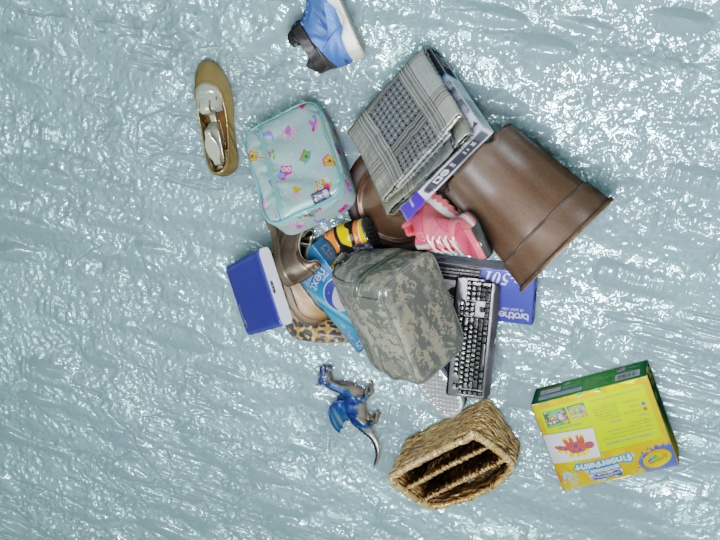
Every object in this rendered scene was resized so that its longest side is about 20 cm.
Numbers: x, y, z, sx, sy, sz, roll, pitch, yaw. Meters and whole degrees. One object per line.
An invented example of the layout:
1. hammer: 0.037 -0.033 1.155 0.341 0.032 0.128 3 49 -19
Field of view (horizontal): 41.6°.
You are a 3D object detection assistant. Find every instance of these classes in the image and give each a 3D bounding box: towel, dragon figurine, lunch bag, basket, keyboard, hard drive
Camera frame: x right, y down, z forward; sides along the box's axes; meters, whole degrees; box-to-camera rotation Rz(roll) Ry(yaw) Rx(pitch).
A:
1. towel: 0.069 -0.214 1.457 0.193 0.034 0.201 -44 51 26
2. dragon figurine: -0.020 0.258 1.729 0.099 0.059 0.201 -9 103 20
3. lunch bag: 0.048 0.064 1.509 0.167 0.139 0.201 5 125 49
4. basket: 0.170 0.343 1.648 0.199 0.149 0.143 -31 96 22
5. keyboard: 0.162 0.110 1.577 0.126 0.021 0.201 6 97 16
6. lunch bag: -0.103 -0.165 1.560 0.160 0.077 0.201 -22 67 12
7. hard drive: -0.178 0.040 1.644 0.200 0.025 0.133 -20 88 66

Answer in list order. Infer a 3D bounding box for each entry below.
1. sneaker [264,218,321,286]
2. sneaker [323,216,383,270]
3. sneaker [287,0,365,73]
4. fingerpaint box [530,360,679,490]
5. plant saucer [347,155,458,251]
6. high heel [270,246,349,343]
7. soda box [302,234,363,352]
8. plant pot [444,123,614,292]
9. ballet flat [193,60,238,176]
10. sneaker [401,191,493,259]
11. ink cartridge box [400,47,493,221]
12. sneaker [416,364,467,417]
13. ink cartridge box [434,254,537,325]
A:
1. sneaker: -0.114 -0.069 1.616 0.075 0.070 0.201 -21 64 14
2. sneaker: 0.000 0.000 1.615 0.089 0.070 0.201 -9 125 16
3. sneaker: -0.080 -0.416 1.521 0.111 0.077 0.201 -21 106 13
4. fingerpaint box: 0.410 0.261 1.588 0.199 0.073 0.168 -19 100 22
5. plant saucer: 0.064 -0.118 1.596 0.199 0.037 0.202 6 109 16
6. high heel: -0.098 0.046 1.676 0.199 0.071 0.143 20 118 20
7. soda box: -0.034 0.040 1.658 0.064 0.068 0.200 -38 93 24
8. plant pot: 0.249 -0.105 1.465 0.198 0.200 0.200 45 114 7
9. ballet flat: -0.250 -0.260 1.633 0.068 0.063 0.201 -7 105 19
10. sneaker: 0.131 -0.050 1.456 0.087 0.200 0.074 -36 121 -8
11. ink cartridge box: 0.091 -0.215 1.491 0.200 0.043 0.199 -46 50 25
12. sneaker: 0.116 0.158 1.647 0.078 0.079 0.201 -31 89 21
13. ink cartridge box: 0.196 0.030 1.596 0.199 0.044 0.095 6 110 15
